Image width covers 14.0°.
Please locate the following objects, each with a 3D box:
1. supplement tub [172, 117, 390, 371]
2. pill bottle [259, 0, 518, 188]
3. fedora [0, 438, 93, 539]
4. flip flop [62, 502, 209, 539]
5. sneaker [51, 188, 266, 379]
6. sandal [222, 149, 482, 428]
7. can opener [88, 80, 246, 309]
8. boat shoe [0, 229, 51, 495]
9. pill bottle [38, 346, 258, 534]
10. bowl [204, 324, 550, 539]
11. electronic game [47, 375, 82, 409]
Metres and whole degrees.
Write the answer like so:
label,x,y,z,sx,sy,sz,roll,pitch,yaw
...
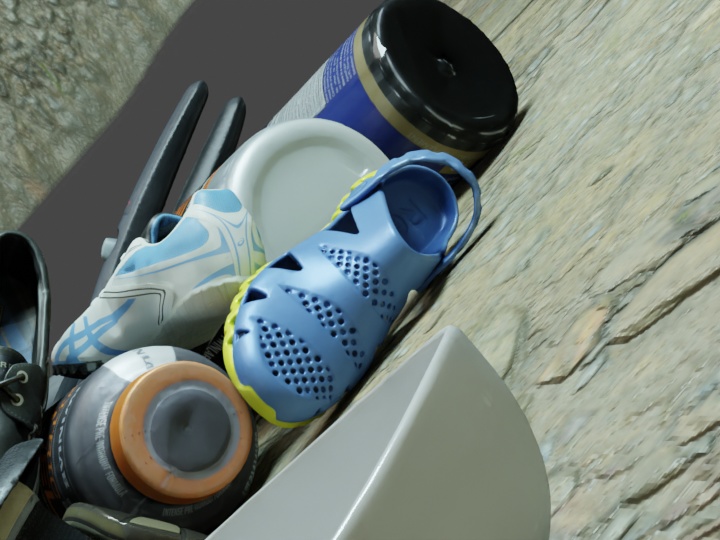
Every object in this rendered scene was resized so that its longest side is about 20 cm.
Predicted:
label,x,y,z,sx,sy,sz,roll,pitch,yaw
supplement tub,-0.057,0.000,1.710,0.123,0.122,0.200,-51,6,-30
pill bottle,-0.001,-0.071,1.819,0.200,0.112,0.112,-45,6,38
fedora,-0.167,0.184,1.385,0.201,0.091,0.201,-63,2,3
flip flop,-0.133,0.162,1.486,0.200,0.081,0.058,-32,45,57
sneaker,-0.112,0.014,1.618,0.200,0.072,0.073,-33,59,51
sandal,0.000,0.000,1.522,0.087,0.079,0.200,-35,15,51
can opener,-0.127,-0.029,1.860,0.079,0.063,0.201,150,138,-71
boat shoe,-0.200,0.061,1.572,0.201,0.068,0.057,-93,20,-44
pill bottle,-0.117,0.100,1.573,0.106,0.106,0.200,-50,6,-21
bowl,-0.027,0.129,0.825,0.200,0.075,0.200,-45,6,38
electronic game,-0.196,0.152,1.834,0.200,0.041,0.201,15,-90,-87
